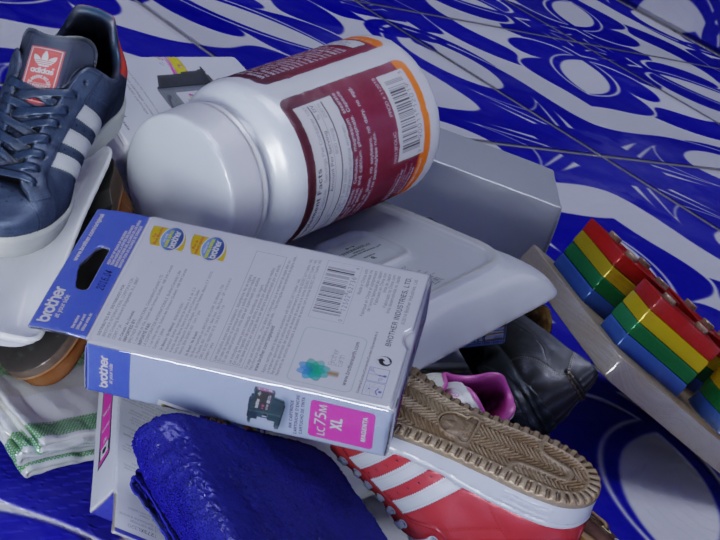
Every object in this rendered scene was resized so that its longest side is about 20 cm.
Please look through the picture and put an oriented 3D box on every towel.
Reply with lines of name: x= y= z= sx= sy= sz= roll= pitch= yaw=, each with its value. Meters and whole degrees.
towel: x=-0.200 y=0.040 z=1.085 sx=0.200 sy=0.031 sz=0.149 roll=45 pitch=24 yaw=26
towel: x=-0.028 y=0.161 z=0.910 sx=0.147 sy=0.050 sz=0.201 roll=21 pitch=26 yaw=-45

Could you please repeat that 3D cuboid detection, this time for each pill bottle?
pill bottle: x=-0.049 y=-0.079 z=1.199 sx=0.114 sy=0.115 sz=0.199 roll=32 pitch=36 yaw=29

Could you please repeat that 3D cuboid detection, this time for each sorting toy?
sorting toy: x=0.236 y=0.062 z=1.383 sx=0.198 sy=0.070 sz=0.200 roll=39 pitch=10 yaw=-26

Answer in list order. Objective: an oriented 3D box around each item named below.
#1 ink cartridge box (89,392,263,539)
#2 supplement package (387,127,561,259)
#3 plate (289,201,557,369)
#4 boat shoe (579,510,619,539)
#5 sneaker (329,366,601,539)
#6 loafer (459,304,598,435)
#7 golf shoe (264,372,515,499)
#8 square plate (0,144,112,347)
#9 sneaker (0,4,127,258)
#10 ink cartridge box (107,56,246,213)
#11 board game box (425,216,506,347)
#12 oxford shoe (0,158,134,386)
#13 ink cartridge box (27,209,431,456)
ink cartridge box: x=-0.098 y=0.105 z=1.010 sx=0.094 sy=0.037 sz=0.201 roll=26 pitch=24 yaw=-20
supplement package: x=0.055 y=-0.051 z=1.531 sx=0.198 sy=0.118 sz=0.117 roll=20 pitch=18 yaw=-4
plate: x=0.000 y=0.000 z=1.213 sx=0.199 sy=0.033 sz=0.199 roll=24 pitch=31 yaw=34
boat shoe: x=0.124 y=0.169 z=1.071 sx=0.070 sy=0.071 sz=0.200 roll=7 pitch=24 yaw=-34
sneaker: x=0.028 y=0.121 z=1.030 sx=0.199 sy=0.113 sz=0.071 roll=27 pitch=35 yaw=16
loafer: x=0.111 y=0.051 z=1.349 sx=0.073 sy=0.072 sz=0.200 roll=59 pitch=-1 yaw=-38
golf shoe: x=0.019 y=0.094 z=1.112 sx=0.199 sy=0.091 sz=0.076 roll=-10 pitch=72 yaw=-55
square plate: x=-0.257 y=-0.028 z=1.049 sx=0.198 sy=0.029 sz=0.199 roll=10 pitch=35 yaw=-1
sneaker: x=-0.186 y=-0.087 z=1.050 sx=0.074 sy=0.085 sz=0.201 roll=13 pitch=36 yaw=3
ink cartridge box: x=-0.163 y=-0.072 z=1.281 sx=0.086 sy=0.148 sz=0.199 roll=52 pitch=27 yaw=14
board game box: x=-0.030 y=0.005 z=1.307 sx=0.198 sy=0.062 sz=0.200 roll=-11 pitch=28 yaw=-32
oxford shoe: x=-0.161 y=0.011 z=1.081 sx=0.071 sy=0.072 sz=0.201 roll=-16 pitch=30 yaw=17
ink cartridge box: x=-0.068 y=0.030 z=0.997 sx=0.198 sy=0.042 sz=0.120 roll=14 pitch=38 yaw=5
